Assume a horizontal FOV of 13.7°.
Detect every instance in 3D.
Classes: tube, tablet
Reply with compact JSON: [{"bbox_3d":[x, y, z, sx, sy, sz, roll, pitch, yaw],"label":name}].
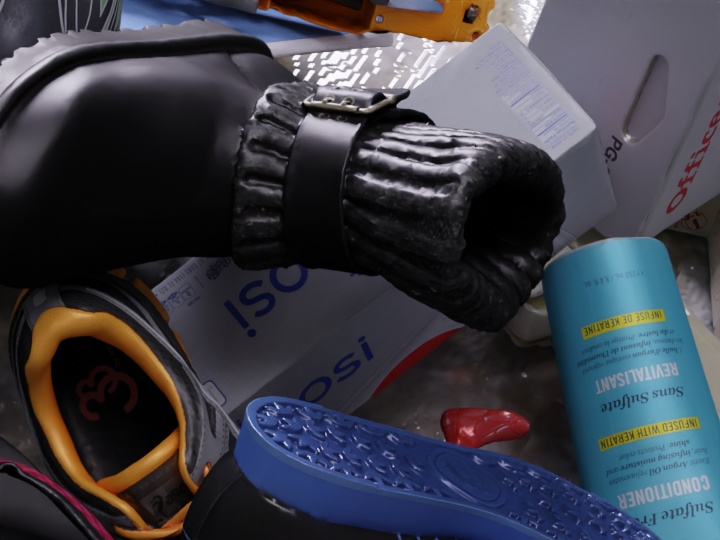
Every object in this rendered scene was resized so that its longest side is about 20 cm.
[{"bbox_3d":[0.115,0.088,1.133,0.077,0.050,0.201,-15,70,5],"label":"tube"},{"bbox_3d":[-0.083,-0.113,1.250,0.130,0.014,0.200,25,19,24],"label":"tablet"}]

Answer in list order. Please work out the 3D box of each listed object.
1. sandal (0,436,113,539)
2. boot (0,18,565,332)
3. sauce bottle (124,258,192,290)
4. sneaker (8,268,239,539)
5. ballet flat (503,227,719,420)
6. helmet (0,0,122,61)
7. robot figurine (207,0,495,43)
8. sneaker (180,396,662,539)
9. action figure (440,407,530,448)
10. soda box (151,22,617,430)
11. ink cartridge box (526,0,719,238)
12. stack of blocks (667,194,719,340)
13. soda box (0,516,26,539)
[{"bbox_3d":[-0.105,0.104,0.980,0.075,0.045,0.200,-26,60,-36],"label":"sandal"},{"bbox_3d":[-0.035,-0.024,1.018,0.157,0.080,0.211,27,29,24],"label":"boot"},{"bbox_3d":[-0.140,-0.038,1.187,0.200,0.065,0.065,37,46,17],"label":"sauce bottle"},{"bbox_3d":[-0.062,0.087,1.041,0.078,0.077,0.200,-38,90,1],"label":"sneaker"},{"bbox_3d":[0.098,0.023,1.213,0.069,0.070,0.200,-23,58,-36],"label":"ballet flat"},{"bbox_3d":[-0.180,-0.096,1.080,0.190,0.201,0.200,37,46,20],"label":"helmet"},{"bbox_3d":[-0.046,-0.146,1.269,0.199,0.059,0.145,12,15,-18],"label":"robot figurine"},{"bbox_3d":[0.027,0.106,1.014,0.199,0.078,0.070,20,20,-28],"label":"sneaker"},{"bbox_3d":[0.065,0.143,1.080,0.098,0.066,0.201,9,44,1],"label":"action figure"},{"bbox_3d":[0.000,0.000,1.133,0.200,0.068,0.063,-37,62,-8],"label":"soda box"},{"bbox_3d":[0.158,-0.116,1.222,0.083,0.146,0.200,39,43,21],"label":"ink cartridge box"},{"bbox_3d":[0.187,-0.039,1.311,0.114,0.059,0.201,11,44,-9],"label":"stack of blocks"},{"bbox_3d":[-0.155,0.116,1.029,0.200,0.064,0.070,37,47,16],"label":"soda box"}]
